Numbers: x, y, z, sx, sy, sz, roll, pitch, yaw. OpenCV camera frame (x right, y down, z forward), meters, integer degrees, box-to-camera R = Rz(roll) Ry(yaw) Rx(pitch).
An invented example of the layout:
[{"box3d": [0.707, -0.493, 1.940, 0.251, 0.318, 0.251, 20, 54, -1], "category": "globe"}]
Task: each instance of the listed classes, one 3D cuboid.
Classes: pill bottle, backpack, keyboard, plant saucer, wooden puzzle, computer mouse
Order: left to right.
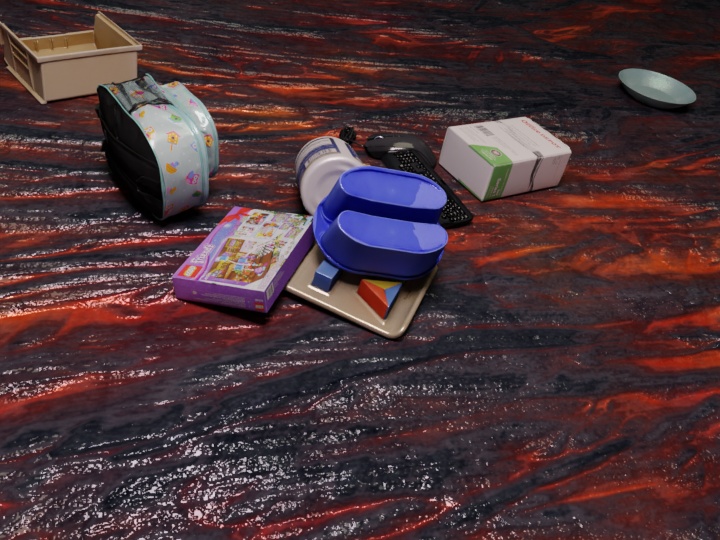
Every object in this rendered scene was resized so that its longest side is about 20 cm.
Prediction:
[{"box3d": [-0.301, -0.184, 1.122, 0.153, 0.176, 0.200, -17, 50, -28], "category": "backpack"}, {"box3d": [-0.049, -0.153, 1.185, 0.111, 0.111, 0.200, 4, 21, -11], "category": "pill bottle"}, {"box3d": [0.000, 0.000, 1.075, 0.199, 0.046, 0.185, 21, 38, 11], "category": "wooden puzzle"}, {"box3d": [0.045, -0.228, 1.380, 0.199, 0.046, 0.141, 17, 36, 6], "category": "computer mouse"}, {"box3d": [0.110, -0.152, 1.285, 0.104, 0.040, 0.200, -20, 54, -25], "category": "keyboard"}, {"box3d": [0.755, -0.459, 1.883, 0.200, 0.039, 0.201, 7, 38, -6], "category": "plant saucer"}]

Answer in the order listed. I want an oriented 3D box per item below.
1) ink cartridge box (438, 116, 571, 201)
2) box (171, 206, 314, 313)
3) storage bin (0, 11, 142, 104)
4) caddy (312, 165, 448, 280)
[{"box3d": [0.276, -0.217, 1.399, 0.199, 0.085, 0.146, -13, 44, -29], "category": "ink cartridge box"}, {"box3d": [-0.158, -0.022, 1.043, 0.136, 0.039, 0.200, 8, 36, 16], "category": "box"}, {"box3d": [-0.559, -0.418, 1.414, 0.200, 0.094, 0.198, -22, 49, -36], "category": "storage bin"}, {"box3d": [0.033, -0.064, 1.052, 0.199, 0.105, 0.142, 9, 62, -13], "category": "caddy"}]
